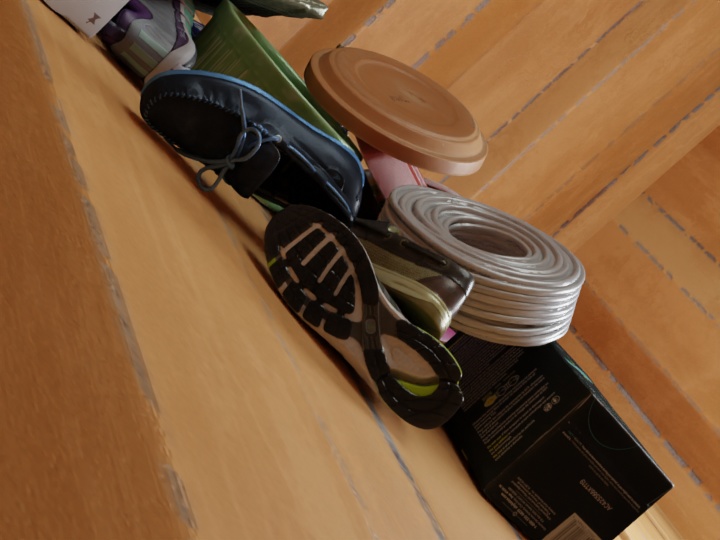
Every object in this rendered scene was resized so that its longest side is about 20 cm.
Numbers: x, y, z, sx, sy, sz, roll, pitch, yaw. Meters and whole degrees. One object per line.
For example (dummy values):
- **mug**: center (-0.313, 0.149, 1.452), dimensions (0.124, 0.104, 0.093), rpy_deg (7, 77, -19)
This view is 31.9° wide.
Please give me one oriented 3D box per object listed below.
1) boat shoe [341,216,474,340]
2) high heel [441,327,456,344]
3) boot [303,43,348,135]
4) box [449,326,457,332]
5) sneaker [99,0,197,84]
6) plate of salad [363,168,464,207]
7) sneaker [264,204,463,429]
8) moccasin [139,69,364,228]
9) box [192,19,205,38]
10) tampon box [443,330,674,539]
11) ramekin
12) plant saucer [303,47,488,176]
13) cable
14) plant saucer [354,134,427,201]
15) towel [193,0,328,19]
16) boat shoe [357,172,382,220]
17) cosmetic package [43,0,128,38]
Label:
- **boat shoe**: center (0.011, -0.007, 1.036), dimensions (0.200, 0.066, 0.072), rpy_deg (30, -30, 41)
- **high heel**: center (0.089, 0.097, 1.289), dimensions (0.201, 0.067, 0.096), rpy_deg (58, 27, -20)
- **boot**: center (-0.029, -0.147, 1.403), dimensions (0.204, 0.153, 0.073), rpy_deg (54, 8, 33)
- **box**: center (0.096, 0.018, 1.476), dimensions (0.160, 0.050, 0.200), rpy_deg (7, -28, 43)
- **sneaker**: center (-0.196, -0.229, 1.114), dimensions (0.087, 0.074, 0.200), rpy_deg (40, 11, -29)
- **plate of salad**: center (0.046, -0.058, 1.502), dimensions (0.200, 0.198, 0.049), rpy_deg (43, 52, -47)
- **sneaker**: center (-0.004, 0.037, 0.959), dimensions (0.201, 0.074, 0.081), rpy_deg (52, -9, 3)
- **moccasin**: center (-0.076, -0.092, 0.975), dimensions (0.198, 0.080, 0.069), rpy_deg (20, 48, -25)
- **box**: center (-0.153, -0.221, 1.345), dimensions (0.199, 0.032, 0.121), rpy_deg (24, 23, -47)
- **tampon box**: center (0.164, 0.144, 1.163), dimensions (0.150, 0.126, 0.200), rpy_deg (45, 7, -29)
- **ramekin**: center (-0.097, -0.150, 1.207), dimensions (0.200, 0.098, 0.200), rpy_deg (49, 6, -7)
- **plant saucer**: center (0.039, -0.163, 1.241), dimensions (0.198, 0.033, 0.201), rpy_deg (23, 27, -12)
- **cable**: center (0.103, -0.008, 1.129), dimensions (0.199, 0.070, 0.199), rpy_deg (-3, 31, -45)
- **plant saucer**: center (0.041, -0.096, 1.301), dimensions (0.201, 0.036, 0.200), rpy_deg (59, 8, -34)
- **towel**: center (-0.157, -0.283, 1.209), dimensions (0.191, 0.035, 0.199), rpy_deg (12, 0, 44)
- **boat shoe**: center (-0.026, -0.087, 1.314), dimensions (0.204, 0.074, 0.075), rpy_deg (62, -9, 11)
- **cosmetic package**: center (-0.258, -0.290, 1.028), dimensions (0.200, 0.074, 0.102), rpy_deg (53, 8, 37)
